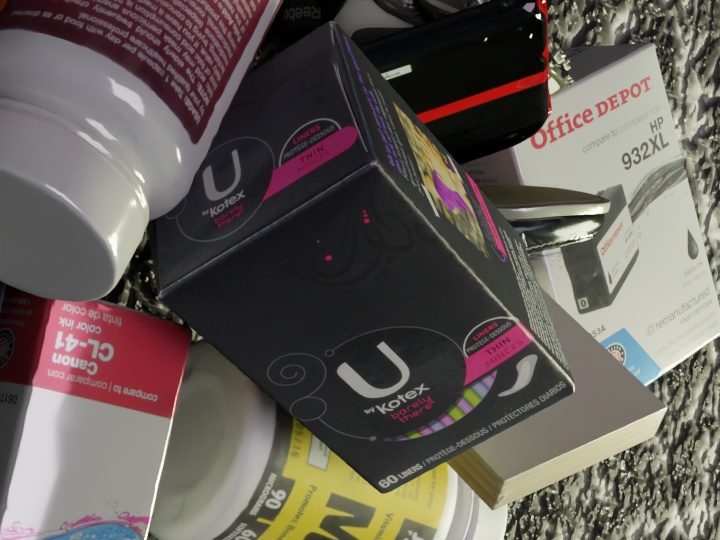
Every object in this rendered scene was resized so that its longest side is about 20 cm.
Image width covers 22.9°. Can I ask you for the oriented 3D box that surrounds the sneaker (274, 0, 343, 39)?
[{"bbox_3d":[-0.019,-0.186,1.004,0.098,0.070,0.201,-46,120,-30],"label":"sneaker"}]

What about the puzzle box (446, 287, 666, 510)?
[{"bbox_3d":[0.062,0.041,1.014,0.132,0.200,0.026,-18,139,-36],"label":"puzzle box"}]

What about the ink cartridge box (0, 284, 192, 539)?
[{"bbox_3d":[-0.168,0.111,0.845,0.085,0.147,0.202,20,78,-37],"label":"ink cartridge box"}]

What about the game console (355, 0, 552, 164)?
[{"bbox_3d":[0.004,-0.082,0.930,0.198,0.177,0.031,-19,72,2],"label":"game console"}]

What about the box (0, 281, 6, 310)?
[{"bbox_3d":[-0.277,0.053,0.771,0.195,0.123,0.202,16,81,-36],"label":"box"}]

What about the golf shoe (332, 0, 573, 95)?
[{"bbox_3d":[0.049,-0.130,0.994,0.199,0.088,0.078,17,39,-57],"label":"golf shoe"}]

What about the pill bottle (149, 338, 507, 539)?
[{"bbox_3d":[-0.019,0.117,0.988,0.199,0.114,0.116,23,77,-37],"label":"pill bottle"}]

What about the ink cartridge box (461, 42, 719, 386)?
[{"bbox_3d":[0.138,-0.026,1.128,0.144,0.083,0.202,-28,108,-34],"label":"ink cartridge box"}]

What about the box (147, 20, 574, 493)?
[{"bbox_3d":[0.000,0.000,0.862,0.200,0.122,0.107,45,21,-42],"label":"box"}]

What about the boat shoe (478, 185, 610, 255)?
[{"bbox_3d":[0.050,-0.008,0.997,0.197,0.074,0.067,-8,104,-27],"label":"boat shoe"}]

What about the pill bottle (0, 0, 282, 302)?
[{"bbox_3d":[-0.110,-0.094,0.784,0.114,0.113,0.201,44,53,-31],"label":"pill bottle"}]
